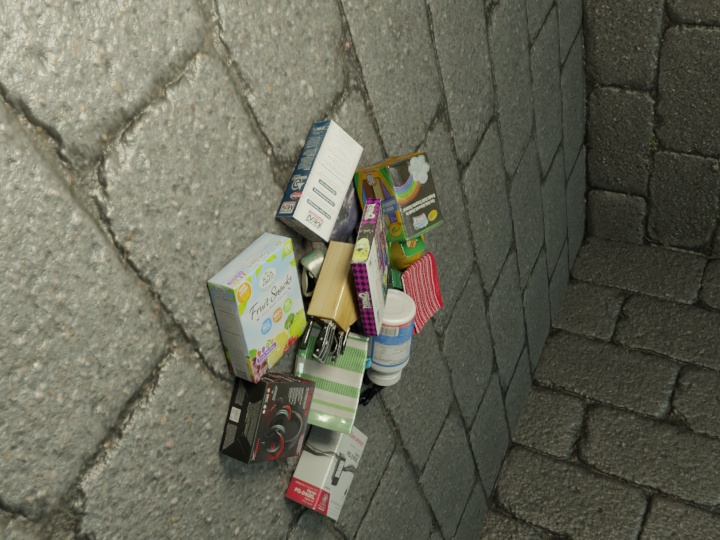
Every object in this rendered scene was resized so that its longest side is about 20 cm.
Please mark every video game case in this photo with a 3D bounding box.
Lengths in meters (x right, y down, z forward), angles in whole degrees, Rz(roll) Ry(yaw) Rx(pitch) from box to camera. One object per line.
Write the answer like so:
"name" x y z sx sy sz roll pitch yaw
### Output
"video game case" -0.053 -0.140 1.444 0.145 0.019 0.201 -65 151 -23
"video game case" 0.025 -0.006 1.385 0.203 0.035 0.184 80 17 -44

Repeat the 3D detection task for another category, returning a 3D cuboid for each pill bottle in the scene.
"pill bottle" 0.059 0.153 1.543 0.112 0.110 0.204 -45 149 -45

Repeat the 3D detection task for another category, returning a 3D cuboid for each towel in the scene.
"towel" -0.069 0.219 1.434 0.023 0.148 0.206 70 33 -88
"towel" 0.147 0.049 1.643 0.199 0.022 0.149 -34 115 -62

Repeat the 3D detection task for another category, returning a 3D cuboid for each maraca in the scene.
"maraca" 0.105 -0.056 1.685 0.139 0.105 0.201 -61 149 -21

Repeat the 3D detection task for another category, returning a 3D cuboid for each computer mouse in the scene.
"computer mouse" 0.047 0.232 1.761 0.140 0.045 0.206 -32 129 -53

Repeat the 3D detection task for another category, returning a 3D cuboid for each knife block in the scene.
"knife block" -0.059 0.067 1.332 0.175 0.062 0.206 -38 130 -56

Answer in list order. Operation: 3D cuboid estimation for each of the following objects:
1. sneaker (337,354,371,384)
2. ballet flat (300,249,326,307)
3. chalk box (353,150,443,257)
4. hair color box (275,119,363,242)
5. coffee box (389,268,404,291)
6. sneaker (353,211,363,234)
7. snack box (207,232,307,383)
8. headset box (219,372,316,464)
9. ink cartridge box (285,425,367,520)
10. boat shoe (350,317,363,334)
"sneaker" -0.062 0.230 1.471 0.200 0.081 0.074 -46 136 -12
"ballet flat" -0.086 0.049 1.431 0.063 0.067 0.204 -27 130 -21
"chalk box" 0.085 -0.133 1.483 0.123 0.122 0.205 -25 106 -36
"hair color box" -0.076 -0.167 1.317 0.099 0.060 0.205 34 70 -40
"coffee box" 0.063 0.040 1.632 0.199 0.120 0.045 16 63 -61
"sneaker" 0.053 -0.140 1.591 0.201 0.075 0.078 -51 140 -24
"snack box" -0.177 0.065 1.240 0.169 0.066 0.204 -47 138 -44
"headset box" -0.167 0.277 1.337 0.199 0.073 0.153 19 84 -62
"ink cartridge box" -0.072 0.438 1.577 0.204 0.082 0.146 -67 151 -19
"boat shoe" -0.036 0.161 1.559 0.066 0.068 0.204 -48 148 -45
